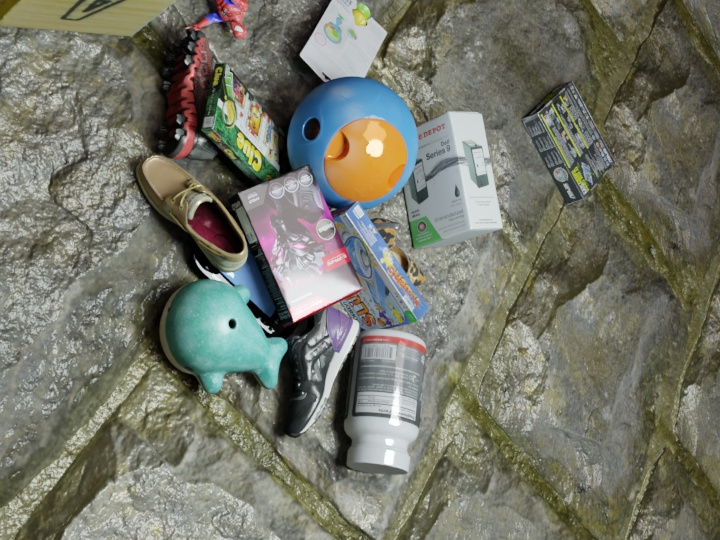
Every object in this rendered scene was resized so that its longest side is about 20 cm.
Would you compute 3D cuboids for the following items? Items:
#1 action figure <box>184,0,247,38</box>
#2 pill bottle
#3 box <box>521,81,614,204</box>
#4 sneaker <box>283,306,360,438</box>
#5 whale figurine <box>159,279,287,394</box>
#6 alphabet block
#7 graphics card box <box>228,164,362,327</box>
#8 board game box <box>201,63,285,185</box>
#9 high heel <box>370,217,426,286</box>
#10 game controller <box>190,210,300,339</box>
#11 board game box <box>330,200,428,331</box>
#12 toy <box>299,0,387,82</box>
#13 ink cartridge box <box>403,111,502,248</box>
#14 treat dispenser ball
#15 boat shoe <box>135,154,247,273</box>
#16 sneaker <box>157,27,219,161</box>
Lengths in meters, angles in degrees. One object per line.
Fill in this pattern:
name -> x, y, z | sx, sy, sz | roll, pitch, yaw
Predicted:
action figure -> -0.235, -0.428, 1.453 | 0.099, 0.065, 0.201 | -41, 105, -48
pill bottle -> 0.035, 0.199, 1.490 | 0.115, 0.115, 0.202 | 21, 66, -35
box -> 0.424, -0.261, 1.999 | 0.160, 0.044, 0.201 | -43, 107, -39
sneaker -> -0.081, 0.141, 1.435 | 0.087, 0.076, 0.201 | 32, 65, -17
whale figurine -> -0.173, 0.092, 1.342 | 0.199, 0.103, 0.160 | 33, 62, -32
alphabet block -> -0.354, -0.428, 1.262 | 0.199, 0.196, 0.197 | -5, 80, -41
graphics card box -> -0.092, -0.037, 1.410 | 0.125, 0.051, 0.202 | -24, 92, -26
board game box -> -0.165, -0.199, 1.421 | 0.200, 0.023, 0.106 | 46, 50, -60
high heel -> 0.065, -0.022, 1.555 | 0.199, 0.142, 0.072 | 23, 63, -35
game controller -> -0.156, 0.010, 1.423 | 0.200, 0.042, 0.105 | 45, 54, -23
board game box -> 0.000, 0.000, 1.498 | 0.034, 0.135, 0.201 | -46, 108, -37
toy -> -0.035, -0.366, 1.624 | 0.115, 0.047, 0.201 | 41, 52, -22
ink cartridge box -> 0.146, -0.151, 1.659 | 0.084, 0.145, 0.202 | -4, 80, -40
treat dispenser ball -> -0.012, -0.192, 1.495 | 0.200, 0.200, 0.203 | 12, 71, -38
boat shoe -> -0.224, -0.086, 1.345 | 0.200, 0.066, 0.074 | 44, 67, -3
sneaker -> -0.231, -0.244, 1.406 | 0.097, 0.070, 0.203 | 17, 66, -41
